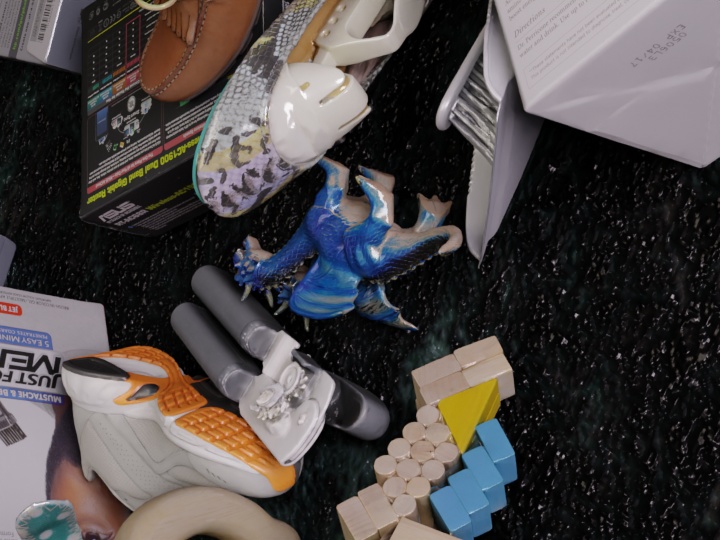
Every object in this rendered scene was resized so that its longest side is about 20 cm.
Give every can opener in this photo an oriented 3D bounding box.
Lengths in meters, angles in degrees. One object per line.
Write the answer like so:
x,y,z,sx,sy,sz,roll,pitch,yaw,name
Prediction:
-0.053,0.055,0.957,0.053,0.066,0.200,-59,33,5,can opener

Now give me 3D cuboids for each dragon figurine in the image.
0.000,0.000,0.902,0.200,0.059,0.100,29,104,55,dragon figurine

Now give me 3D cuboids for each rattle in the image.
-0.135,0.172,0.905,0.143,0.200,0.131,10,93,50,rattle

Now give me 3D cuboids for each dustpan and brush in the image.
0.073,-0.120,0.831,0.140,0.057,0.200,90,-157,-60,dustpan and brush

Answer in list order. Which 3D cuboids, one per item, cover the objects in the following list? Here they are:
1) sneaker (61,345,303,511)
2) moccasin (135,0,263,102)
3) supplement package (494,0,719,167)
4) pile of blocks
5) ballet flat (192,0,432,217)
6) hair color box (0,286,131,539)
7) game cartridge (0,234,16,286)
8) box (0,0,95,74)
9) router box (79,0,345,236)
-0.101,0.108,1.001,0.200,0.076,0.092,18,114,48,sneaker
-0.085,-0.171,0.925,0.201,0.078,0.074,-54,42,46,moccasin
0.128,-0.168,0.747,0.121,0.120,0.200,-37,53,40,supplement package
0.031,0.127,0.807,0.082,0.062,0.200,21,59,23,pile of blocks
-0.016,-0.111,0.903,0.072,0.072,0.201,2,54,51,ballet flat
-0.212,0.112,1.089,0.064,0.111,0.200,-36,54,39,hair color box
-0.300,0.031,1.181,0.041,0.200,0.133,26,100,7,game cartridge
-0.247,-0.234,1.284,0.200,0.041,0.156,17,92,50,box
-0.096,-0.122,1.051,0.200,0.062,0.150,-23,62,45,router box
